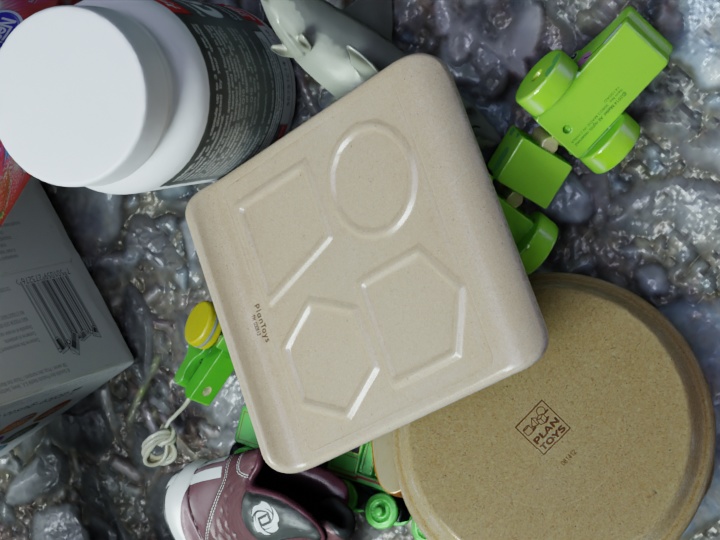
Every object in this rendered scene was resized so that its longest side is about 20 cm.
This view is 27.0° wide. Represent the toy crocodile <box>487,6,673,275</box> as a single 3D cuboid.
[{"bbox_3d":[0.100,-0.065,0.865,0.067,0.062,0.200,34,104,-15],"label":"toy crocodile"}]

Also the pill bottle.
[{"bbox_3d":[-0.124,-0.105,0.887,0.113,0.200,0.115,2,97,19],"label":"pill bottle"}]

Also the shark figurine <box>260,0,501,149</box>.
[{"bbox_3d":[-0.011,-0.156,0.889,0.128,0.215,0.090,0,52,49],"label":"shark figurine"}]

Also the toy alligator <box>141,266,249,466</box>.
[{"bbox_3d":[-0.088,0.041,0.975,0.200,0.059,0.054,-51,34,21],"label":"toy alligator"}]

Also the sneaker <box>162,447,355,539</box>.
[{"bbox_3d":[-0.032,0.195,0.924,0.115,0.076,0.201,-27,100,38],"label":"sneaker"}]

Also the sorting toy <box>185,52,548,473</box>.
[{"bbox_3d":[0.000,0.000,0.866,0.199,0.036,0.186,-28,75,33],"label":"sorting toy"}]

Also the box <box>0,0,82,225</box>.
[{"bbox_3d":[-0.237,-0.107,0.894,0.095,0.201,0.100,14,133,4],"label":"box"}]

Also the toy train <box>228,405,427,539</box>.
[{"bbox_3d":[0.006,0.129,0.946,0.199,0.042,0.057,15,91,24],"label":"toy train"}]

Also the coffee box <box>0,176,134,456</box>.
[{"bbox_3d":[-0.314,0.038,1.000,0.197,0.199,0.201,-33,82,25],"label":"coffee box"}]

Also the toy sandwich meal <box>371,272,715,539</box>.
[{"bbox_3d":[0.104,0.097,0.869,0.204,0.070,0.207,-4,74,14],"label":"toy sandwich meal"}]
